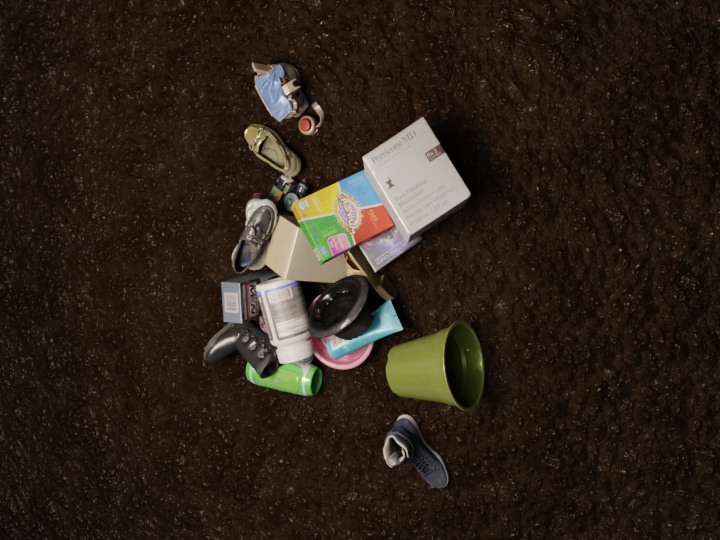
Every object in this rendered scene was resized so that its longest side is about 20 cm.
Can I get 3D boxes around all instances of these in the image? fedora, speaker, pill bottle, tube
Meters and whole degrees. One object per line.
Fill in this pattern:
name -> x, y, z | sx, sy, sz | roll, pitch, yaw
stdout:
fedora -> -0.034, 0.105, 1.558 | 0.199, 0.202, 0.091 | -34, 120, 24
speaker -> -0.204, 0.277, 1.737 | 0.196, 0.088, 0.091 | 8, 102, 22
pill bottle -> -0.183, 0.120, 1.620 | 0.112, 0.114, 0.204 | -12, 96, 24
tube -> 0.007, 0.153, 1.595 | 0.198, 0.050, 0.079 | -31, 82, 21

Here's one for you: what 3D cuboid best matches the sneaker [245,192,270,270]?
sneaker -> -0.257, -0.100, 1.633 | 0.073, 0.085, 0.203 | 7, 122, -9

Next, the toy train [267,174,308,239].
toy train -> -0.205, -0.145, 1.673 | 0.113, 0.085, 0.203 | 36, 111, 24

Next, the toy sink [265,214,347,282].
toy sink -> -0.120, -0.054, 1.619 | 0.111, 0.197, 0.133 | 32, 111, 46

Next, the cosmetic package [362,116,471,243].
cosmetic package -> 0.122, -0.195, 1.452 | 0.163, 0.165, 0.202 | -32, 86, 0

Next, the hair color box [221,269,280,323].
hair color box -> -0.273, 0.063, 1.667 | 0.059, 0.199, 0.101 | 2, 100, 23

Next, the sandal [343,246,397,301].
sandal -> -0.002, 0.003, 1.599 | 0.069, 0.078, 0.212 | -35, 100, 30

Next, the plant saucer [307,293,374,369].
plant saucer -> -0.048, 0.149, 1.668 | 0.196, 0.051, 0.205 | 4, 101, 22

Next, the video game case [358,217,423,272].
video game case -> 0.040, -0.120, 1.578 | 0.142, 0.019, 0.202 | -33, 85, 3

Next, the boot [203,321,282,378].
boot -> -0.306, 0.225, 1.721 | 0.199, 0.066, 0.165 | 35, 80, 32

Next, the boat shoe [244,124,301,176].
boat shoe -> -0.233, -0.310, 1.653 | 0.201, 0.063, 0.074 | 45, 111, 22

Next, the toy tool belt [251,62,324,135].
toy tool belt -> -0.188, -0.420, 1.595 | 0.124, 0.123, 0.202 | -35, 85, 24

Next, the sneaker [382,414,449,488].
sneaker -> 0.133, 0.470, 1.593 | 0.077, 0.146, 0.204 | -38, 85, 22

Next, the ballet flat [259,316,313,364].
ballet flat -> -0.199, 0.186, 1.734 | 0.199, 0.069, 0.072 | 42, 143, 20

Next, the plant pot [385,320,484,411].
plant pot -> 0.165, 0.230, 1.530 | 0.187, 0.199, 0.204 | -11, 95, 35

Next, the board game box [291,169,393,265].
board game box -> -0.041, -0.126, 1.520 | 0.198, 0.040, 0.155 | -27, 85, -20

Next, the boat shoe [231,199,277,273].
boat shoe -> -0.258, -0.075, 1.558 | 0.069, 0.067, 0.201 | 27, 118, -20
